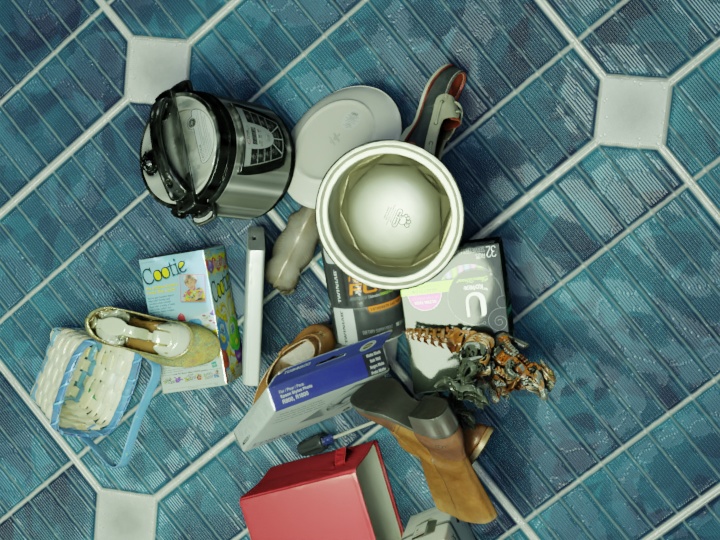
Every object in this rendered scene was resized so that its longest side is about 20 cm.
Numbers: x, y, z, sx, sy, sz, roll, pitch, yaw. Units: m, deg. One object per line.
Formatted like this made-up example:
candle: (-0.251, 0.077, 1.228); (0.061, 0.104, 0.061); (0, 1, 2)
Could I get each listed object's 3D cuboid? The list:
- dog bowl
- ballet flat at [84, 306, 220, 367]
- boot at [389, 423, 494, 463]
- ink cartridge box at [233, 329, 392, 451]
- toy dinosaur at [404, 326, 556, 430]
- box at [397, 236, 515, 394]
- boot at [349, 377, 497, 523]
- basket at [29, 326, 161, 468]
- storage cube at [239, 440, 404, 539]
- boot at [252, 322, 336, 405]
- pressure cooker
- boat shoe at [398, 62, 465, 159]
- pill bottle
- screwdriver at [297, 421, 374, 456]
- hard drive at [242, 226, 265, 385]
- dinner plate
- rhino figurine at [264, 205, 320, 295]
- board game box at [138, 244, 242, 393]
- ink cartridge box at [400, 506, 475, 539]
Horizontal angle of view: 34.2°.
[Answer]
dog bowl: (0.044, -0.078, 1.558); (0.200, 0.074, 0.200); (3, 102, 12)
ballet flat: (-0.301, 0.093, 1.665); (0.200, 0.071, 0.071); (12, 98, 11)
boot: (0.090, 0.217, 1.651); (0.155, 0.200, 0.074); (42, 62, -4)
ink cartridge box: (-0.060, 0.170, 1.634); (0.041, 0.199, 0.200); (60, 146, 18)
toy dinosaur: (0.156, 0.132, 1.566); (0.200, 0.102, 0.136); (13, 56, 26)
box: (0.140, 0.062, 1.664); (0.148, 0.124, 0.200); (-6, 95, 10)
boot: (0.086, 0.245, 1.593); (0.188, 0.068, 0.200); (4, 130, 41)
basket: (-0.387, 0.175, 1.747); (0.200, 0.139, 0.176); (32, 102, 38)
storage cube: (-0.050, 0.367, 1.704); (0.180, 0.171, 0.200); (-17, 93, 12)
boot: (-0.112, 0.159, 1.701); (0.074, 0.155, 0.200); (34, 100, 5)
pressure cooker: (-0.212, -0.159, 1.643); (0.176, 0.200, 0.179); (36, 109, 35)
boat shoe: (0.109, -0.206, 1.633); (0.063, 0.071, 0.200); (14, 60, 26)
pill bottle: (0.000, 0.000, 1.678); (0.106, 0.106, 0.200); (-7, 103, 10)
screwdriver: (-0.031, 0.240, 1.708); (0.200, 0.029, 0.028); (-31, 65, 49)
hard drive: (-0.155, 0.049, 1.694); (0.027, 0.132, 0.200); (2, 107, -6)
dinner plate: (-0.033, -0.180, 1.664); (0.200, 0.024, 0.200); (-14, 59, 25)
rhino figurine: (-0.083, -0.058, 1.709); (0.060, 0.087, 0.200); (26, 92, 3)
board game box: (-0.248, 0.070, 1.743); (0.105, 0.103, 0.200); (-8, 94, 11)
ink cartridge box: (0.123, 0.430, 1.665); (0.083, 0.200, 0.147); (-25, 91, 11)
